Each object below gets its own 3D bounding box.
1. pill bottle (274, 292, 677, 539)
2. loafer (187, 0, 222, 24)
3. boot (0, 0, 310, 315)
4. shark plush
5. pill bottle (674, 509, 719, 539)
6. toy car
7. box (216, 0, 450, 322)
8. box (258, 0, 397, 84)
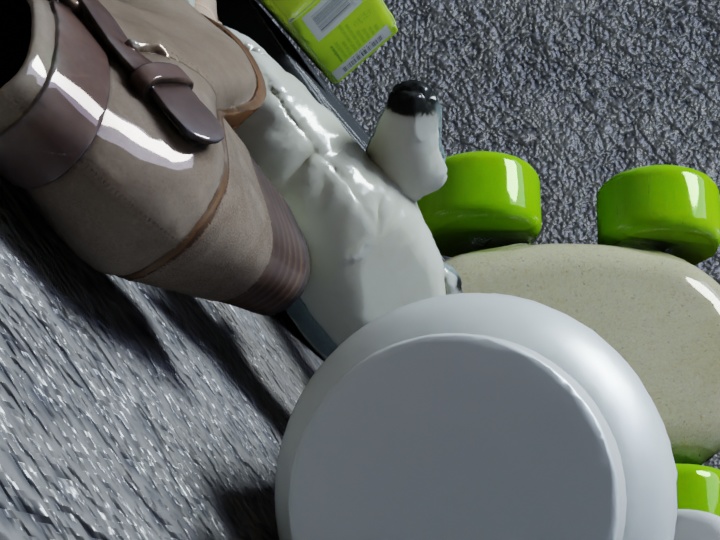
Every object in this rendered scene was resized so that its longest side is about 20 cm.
[{"bbox_3d":[0.036,0.065,0.596,0.113,0.112,0.200,54,4,9],"label":"pill bottle"},{"bbox_3d":[-0.085,-0.083,0.857,0.200,0.071,0.063,-110,-179,-54],"label":"loafer"},{"bbox_3d":[-0.089,-0.068,0.618,0.146,0.070,0.200,39,8,-47],"label":"boot"},{"bbox_3d":[0.000,0.000,0.754,0.083,0.091,0.200,25,-23,49],"label":"shark plush"},{"bbox_3d":[0.144,0.194,0.755,0.200,0.111,0.112,52,4,-22],"label":"pill bottle"},{"bbox_3d":[0.078,0.064,0.931,0.200,0.156,0.166,113,-20,-66],"label":"toy car"},{"bbox_3d":[-0.021,-0.032,0.997,0.142,0.079,0.200,58,6,26],"label":"box"},{"bbox_3d":[-0.068,-0.185,0.953,0.200,0.048,0.122,50,2,13],"label":"box"}]
